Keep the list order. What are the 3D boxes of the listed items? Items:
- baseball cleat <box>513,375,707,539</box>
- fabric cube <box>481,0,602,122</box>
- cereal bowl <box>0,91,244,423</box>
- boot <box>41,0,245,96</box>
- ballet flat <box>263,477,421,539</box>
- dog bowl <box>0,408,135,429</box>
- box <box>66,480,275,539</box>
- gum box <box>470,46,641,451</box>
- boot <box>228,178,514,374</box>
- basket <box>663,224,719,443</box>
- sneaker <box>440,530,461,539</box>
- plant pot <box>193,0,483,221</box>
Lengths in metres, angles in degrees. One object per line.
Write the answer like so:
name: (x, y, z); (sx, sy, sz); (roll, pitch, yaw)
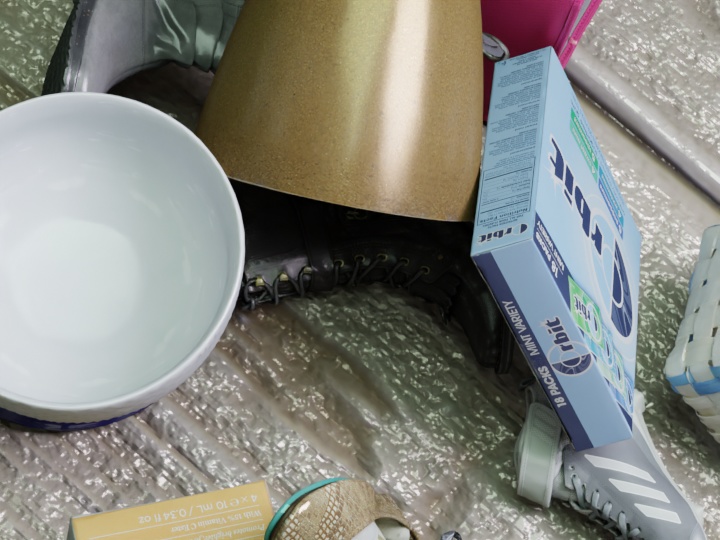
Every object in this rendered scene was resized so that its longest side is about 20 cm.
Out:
baseball cleat: (0.161, 0.151, 1.605); (0.106, 0.070, 0.201); (-18, 59, -12)
fabric cube: (0.084, -0.249, 1.707); (0.199, 0.196, 0.201); (29, 63, 4)
cereal bowl: (-0.168, 0.000, 1.486); (0.199, 0.083, 0.201); (1, 70, -3)
boot: (-0.125, -0.143, 1.601); (0.131, 0.070, 0.201); (23, 47, -11)
ballet flat: (0.000, 0.164, 1.492); (0.065, 0.200, 0.071); (42, 98, 15)
dog bowl: (-0.189, -0.003, 1.591); (0.199, 0.079, 0.201); (5, 63, -9)
box: (-0.097, 0.243, 1.485); (0.124, 0.098, 0.201); (-10, 67, -16)
gum box: (0.129, -0.016, 1.587); (0.044, 0.170, 0.201); (-15, 35, 21)
boot: (0.000, 0.000, 1.646); (0.173, 0.069, 0.201); (-13, 57, -16)
basket: (0.305, 0.064, 1.639); (0.200, 0.139, 0.177); (36, 57, -32)
sneaker: (0.064, 0.254, 1.526); (0.113, 0.076, 0.201); (21, 56, 1)
plant pot: (0.000, -0.148, 1.544); (0.185, 0.186, 0.201); (10, 98, -6)
